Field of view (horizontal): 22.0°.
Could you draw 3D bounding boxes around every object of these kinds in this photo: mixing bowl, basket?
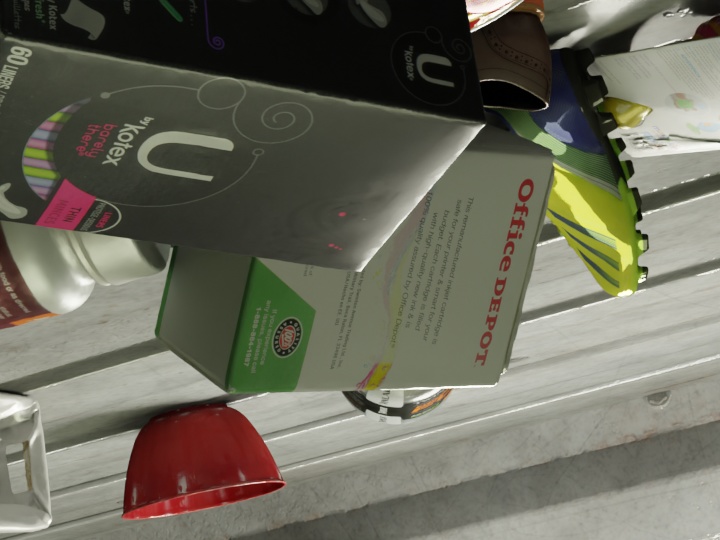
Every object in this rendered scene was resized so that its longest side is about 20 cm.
[{"bbox_3d":[-0.195,0.221,2.187,0.198,0.109,0.200,-12,169,-3],"label":"mixing bowl"},{"bbox_3d":[-0.402,0.193,1.795,0.122,0.137,0.200,-11,169,16],"label":"basket"}]

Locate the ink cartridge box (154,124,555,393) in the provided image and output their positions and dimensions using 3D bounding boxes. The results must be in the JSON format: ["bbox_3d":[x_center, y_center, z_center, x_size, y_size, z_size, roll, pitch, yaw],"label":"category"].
[{"bbox_3d":[0.000,-0.014,1.030,0.199,0.147,0.087,2,-162,-38],"label":"ink cartridge box"}]

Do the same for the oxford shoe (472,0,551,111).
[{"bbox_3d":[0.008,-0.104,0.946,0.198,0.073,0.071,-9,168,-15],"label":"oxford shoe"}]

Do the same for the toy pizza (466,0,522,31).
[{"bbox_3d":[-0.001,-0.132,0.823,0.198,0.032,0.200,-7,158,-3],"label":"toy pizza"}]

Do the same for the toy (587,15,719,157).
[{"bbox_3d":[0.222,-0.120,1.117,0.199,0.048,0.115,-9,148,39],"label":"toy"}]

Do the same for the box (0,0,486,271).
[{"bbox_3d":[-0.067,-0.083,0.741,0.198,0.107,0.122,7,148,-25],"label":"box"}]

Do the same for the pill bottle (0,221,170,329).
[{"bbox_3d":[-0.212,-0.022,1.007,0.198,0.115,0.114,-14,168,10],"label":"pill bottle"}]

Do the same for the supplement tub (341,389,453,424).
[{"bbox_3d":[0.034,0.066,1.651,0.121,0.124,0.200,-11,169,-2],"label":"supplement tub"}]

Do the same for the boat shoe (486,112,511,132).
[{"bbox_3d":[0.086,-0.075,1.178,0.070,0.067,0.199,-21,165,38],"label":"boat shoe"}]

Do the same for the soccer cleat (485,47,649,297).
[{"bbox_3d":[0.127,-0.056,1.149,0.083,0.065,0.201,-16,134,11],"label":"soccer cleat"}]
